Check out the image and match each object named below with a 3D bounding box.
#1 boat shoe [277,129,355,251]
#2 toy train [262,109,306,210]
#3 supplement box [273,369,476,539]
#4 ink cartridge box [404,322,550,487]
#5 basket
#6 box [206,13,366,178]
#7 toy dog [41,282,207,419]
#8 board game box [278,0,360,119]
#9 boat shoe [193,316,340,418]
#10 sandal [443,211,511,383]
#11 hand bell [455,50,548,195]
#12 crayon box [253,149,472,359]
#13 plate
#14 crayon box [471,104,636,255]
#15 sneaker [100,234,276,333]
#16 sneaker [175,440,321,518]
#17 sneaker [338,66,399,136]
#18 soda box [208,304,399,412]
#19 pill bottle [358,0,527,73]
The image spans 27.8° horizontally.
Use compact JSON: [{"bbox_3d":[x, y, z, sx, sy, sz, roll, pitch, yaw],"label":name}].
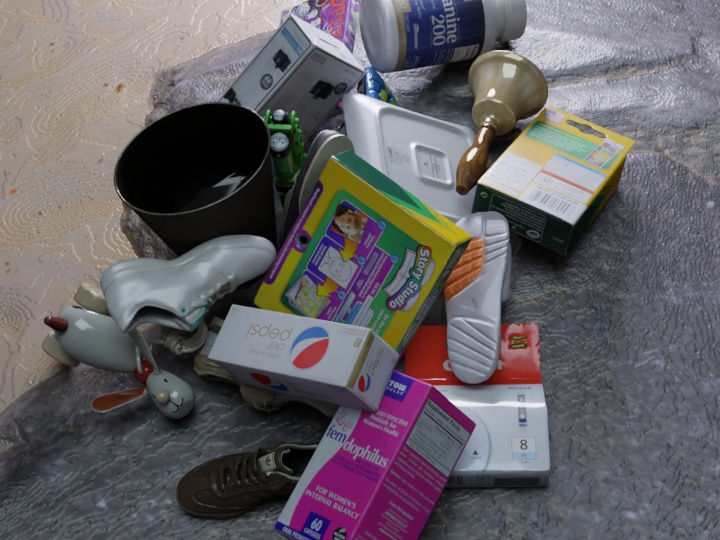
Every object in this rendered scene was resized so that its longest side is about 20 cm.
[{"bbox_3d":[-0.055,-0.082,1.673,0.071,0.201,0.063,-11,44,-28],"label":"boat shoe"},{"bbox_3d":[-0.085,-0.125,1.700,0.041,0.200,0.057,3,70,6],"label":"toy train"},{"bbox_3d":[0.017,0.210,1.489,0.101,0.103,0.201,16,71,43],"label":"supplement box"},{"bbox_3d":[0.125,0.139,1.600,0.158,0.047,0.202,-2,60,4],"label":"ink cartridge box"},{"bbox_3d":[-0.170,-0.075,1.663,0.179,0.201,0.137,-21,60,-3],"label":"basket"},{"bbox_3d":[-0.101,-0.198,1.740,0.200,0.116,0.060,-48,59,18],"label":"box"},{"bbox_3d":[-0.278,0.090,1.618,0.198,0.096,0.133,12,90,21],"label":"toy dog"},{"bbox_3d":[-0.062,-0.269,1.857,0.119,0.032,0.202,-13,52,29],"label":"board game box"},{"bbox_3d":[-0.101,0.124,1.617,0.199,0.075,0.069,26,82,31],"label":"boat shoe"},{"bbox_3d":[0.132,0.035,1.649,0.078,0.059,0.209,-2,67,19],"label":"sandal"},{"bbox_3d":[0.149,-0.160,1.734,0.103,0.105,0.201,15,49,13],"label":"hand bell"},{"bbox_3d":[0.000,0.000,1.606,0.172,0.201,0.058,35,23,12],"label":"crayon box"},{"bbox_3d":[0.078,-0.116,1.716,0.198,0.032,0.201,13,52,-29],"label":"plate"},{"bbox_3d":[0.232,-0.110,1.727,0.125,0.052,0.200,25,44,18],"label":"crayon box"},{"bbox_3d":[-0.181,0.024,1.601,0.198,0.076,0.089,-15,57,-15],"label":"sneaker"},{"bbox_3d":[-0.103,0.211,1.555,0.198,0.076,0.071,-10,57,-3],"label":"sneaker"},{"bbox_3d":[-0.001,-0.179,1.795,0.082,0.071,0.201,-21,40,27],"label":"sneaker"},{"bbox_3d":[-0.061,0.090,1.512,0.199,0.064,0.069,8,67,39],"label":"soda box"},{"bbox_3d":[0.107,-0.321,1.851,0.198,0.111,0.112,-12,56,-17],"label":"pill bottle"}]
